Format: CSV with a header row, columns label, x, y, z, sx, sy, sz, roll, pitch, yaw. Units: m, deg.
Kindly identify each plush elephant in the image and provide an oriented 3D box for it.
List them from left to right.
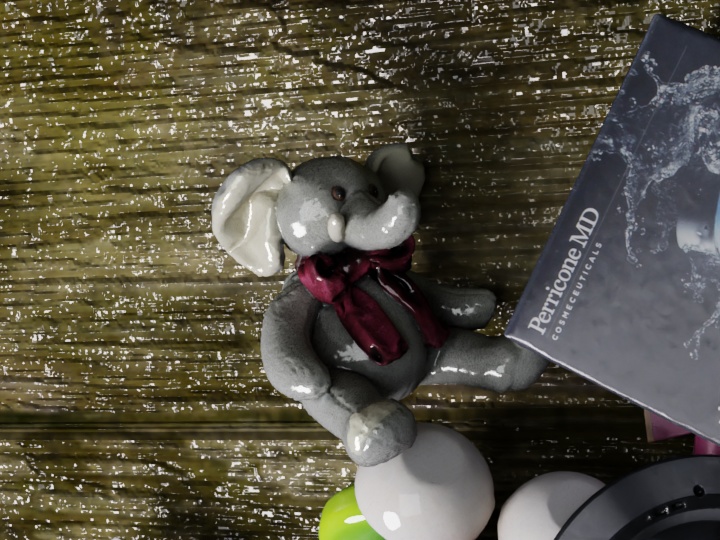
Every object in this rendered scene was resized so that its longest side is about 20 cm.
label,x,y,z,sx,sy,sz,roll,pitch,yaw
plush elephant,0.000,0.000,1.089,0.200,0.164,0.156,18,121,49

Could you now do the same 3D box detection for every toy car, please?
label,x,y,z,sx,sy,sz,roll,pitch,yaw
toy car,0.061,0.201,1.082,0.199,0.150,0.175,19,140,6

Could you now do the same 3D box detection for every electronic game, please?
label,x,y,z,sx,sy,sz,roll,pitch,yaw
electronic game,0.190,0.203,1.017,0.199,0.042,0.201,0,93,-7

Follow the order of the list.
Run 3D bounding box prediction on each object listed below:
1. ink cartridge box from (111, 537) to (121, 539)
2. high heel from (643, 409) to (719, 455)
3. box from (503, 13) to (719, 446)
label,x,y,z,sx,sy,sz,roll,pitch,yaw
ink cartridge box,-0.101,0.277,1.243,0.200,0.068,0.116,35,113,30
high heel,0.228,0.150,1.069,0.096,0.067,0.201,-13,91,38
box,0.215,-0.005,0.993,0.199,0.117,0.197,26,93,19
